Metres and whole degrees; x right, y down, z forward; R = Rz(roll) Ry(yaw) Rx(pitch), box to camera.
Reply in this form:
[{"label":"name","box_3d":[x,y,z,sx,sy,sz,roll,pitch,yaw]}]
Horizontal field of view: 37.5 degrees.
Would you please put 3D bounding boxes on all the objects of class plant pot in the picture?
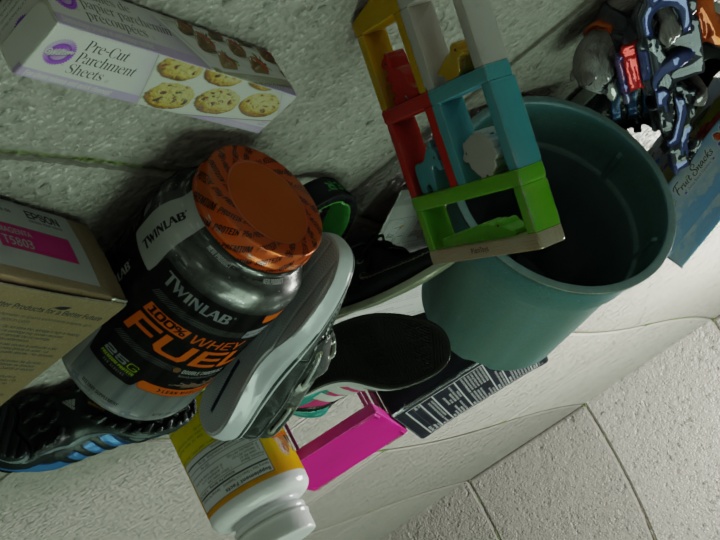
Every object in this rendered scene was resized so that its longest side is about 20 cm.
[{"label":"plant pot","box_3d":[0.151,-0.017,0.964,0.199,0.201,0.196,-21,156,-24]}]

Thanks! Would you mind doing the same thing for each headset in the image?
[{"label":"headset","box_3d":[-0.071,0.014,0.885,0.200,0.094,0.123,-47,164,6]}]

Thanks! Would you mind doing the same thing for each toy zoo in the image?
[{"label":"toy zoo","box_3d":[0.051,-0.105,0.651,0.020,0.201,0.131,-21,-175,-24]}]

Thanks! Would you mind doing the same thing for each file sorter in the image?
[{"label":"file sorter","box_3d":[-0.049,0.162,1.239,0.139,0.126,0.200,-32,161,3]}]

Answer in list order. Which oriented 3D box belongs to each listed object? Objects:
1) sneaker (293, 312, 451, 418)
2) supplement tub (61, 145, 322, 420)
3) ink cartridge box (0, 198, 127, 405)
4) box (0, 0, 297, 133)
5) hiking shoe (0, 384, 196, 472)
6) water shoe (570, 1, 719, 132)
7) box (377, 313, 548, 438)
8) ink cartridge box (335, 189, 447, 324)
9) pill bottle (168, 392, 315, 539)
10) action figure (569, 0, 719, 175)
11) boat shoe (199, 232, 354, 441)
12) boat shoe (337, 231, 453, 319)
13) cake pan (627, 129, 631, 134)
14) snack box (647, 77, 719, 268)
[{"label":"sneaker","box_3d":[-0.015,0.093,1.010,0.199,0.084,0.121,-9,172,-1]},{"label":"supplement tub","box_3d":[-0.123,0.010,0.767,0.122,0.123,0.200,-6,148,-50]},{"label":"ink cartridge box","box_3d":[-0.273,0.026,0.660,0.164,0.075,0.200,-37,158,14]},{"label":"box","box_3d":[-0.113,-0.117,0.597,0.041,0.039,0.200,-40,158,23]},{"label":"hiking shoe","box_3d":[-0.253,0.139,0.989,0.199,0.075,0.087,-6,158,-30]},{"label":"water shoe","box_3d":[0.266,-0.159,0.980,0.200,0.079,0.071,-42,157,30]},{"label":"box","box_3d":[0.112,0.096,1.314,0.198,0.124,0.200,-33,159,2]},{"label":"ink cartridge box","box_3d":[0.045,-0.026,1.060,0.160,0.050,0.201,-13,141,-41]},{"label":"pill bottle","box_3d":[-0.125,0.190,1.085,0.109,0.201,0.109,-26,161,-10]},{"label":"action figure","box_3d":[0.263,-0.187,0.883,0.192,0.105,0.201,-23,135,-7]},{"label":"boat shoe","box_3d":[-0.055,0.053,0.828,0.071,0.072,0.200,11,126,-41]},{"label":"boat shoe","box_3d":[0.002,-0.001,0.946,0.074,0.066,0.199,-23,180,-36]},{"label":"cake pan","box_3d":[0.219,-0.083,1.163,0.199,0.037,0.200,-27,161,-10]},{"label":"snack box","box_3d":[0.326,-0.103,1.038,0.169,0.068,0.200,-54,180,12]}]
